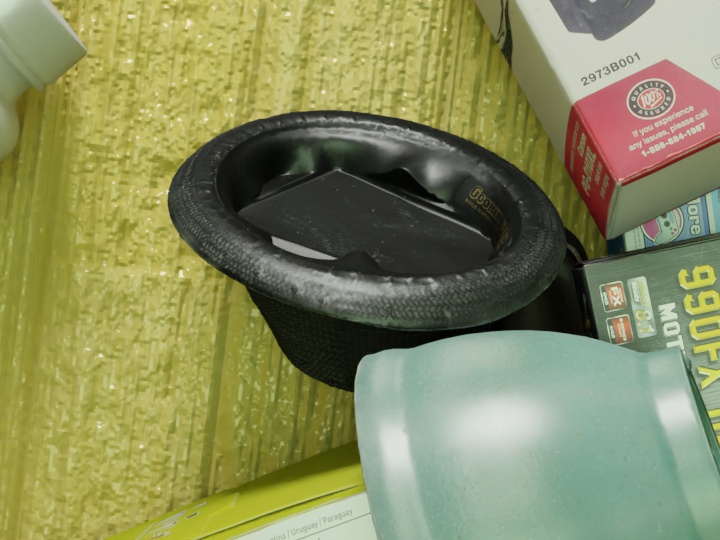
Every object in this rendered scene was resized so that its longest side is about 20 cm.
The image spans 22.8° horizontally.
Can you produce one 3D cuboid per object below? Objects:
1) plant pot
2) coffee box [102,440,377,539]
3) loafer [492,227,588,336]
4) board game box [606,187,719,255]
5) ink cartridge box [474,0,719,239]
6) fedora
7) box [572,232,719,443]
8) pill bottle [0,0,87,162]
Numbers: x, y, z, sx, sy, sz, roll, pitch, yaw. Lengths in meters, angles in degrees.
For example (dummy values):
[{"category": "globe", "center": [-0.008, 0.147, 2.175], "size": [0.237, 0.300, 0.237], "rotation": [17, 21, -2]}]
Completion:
[{"category": "plant pot", "center": [0.096, 0.110, 0.764], "size": [0.134, 0.200, 0.201], "rotation": [-20, 89, 12]}, {"category": "coffee box", "center": [-0.047, 0.208, 0.841], "size": [0.199, 0.200, 0.199], "rotation": [-21, 90, 0]}, {"category": "loafer", "center": [0.091, 0.073, 0.910], "size": [0.073, 0.071, 0.201], "rotation": [1, 89, -1]}, {"category": "board game box", "center": [0.235, 0.036, 0.920], "size": [0.195, 0.056, 0.201], "rotation": [-7, 89, -1]}, {"category": "ink cartridge box", "center": [0.141, -0.140, 0.879], "size": [0.144, 0.084, 0.201], "rotation": [-25, 71, -4]}, {"category": "fedora", "center": [0.000, 0.000, 0.884], "size": [0.199, 0.201, 0.092], "rotation": [4, 122, -1]}, {"category": "box", "center": [0.200, 0.078, 0.867], "size": [0.158, 0.048, 0.201], "rotation": [-11, 89, 0]}, {"category": "pill bottle", "center": [-0.240, -0.080, 0.886], "size": [0.200, 0.120, 0.120], "rotation": [-39, 90, -1]}]
